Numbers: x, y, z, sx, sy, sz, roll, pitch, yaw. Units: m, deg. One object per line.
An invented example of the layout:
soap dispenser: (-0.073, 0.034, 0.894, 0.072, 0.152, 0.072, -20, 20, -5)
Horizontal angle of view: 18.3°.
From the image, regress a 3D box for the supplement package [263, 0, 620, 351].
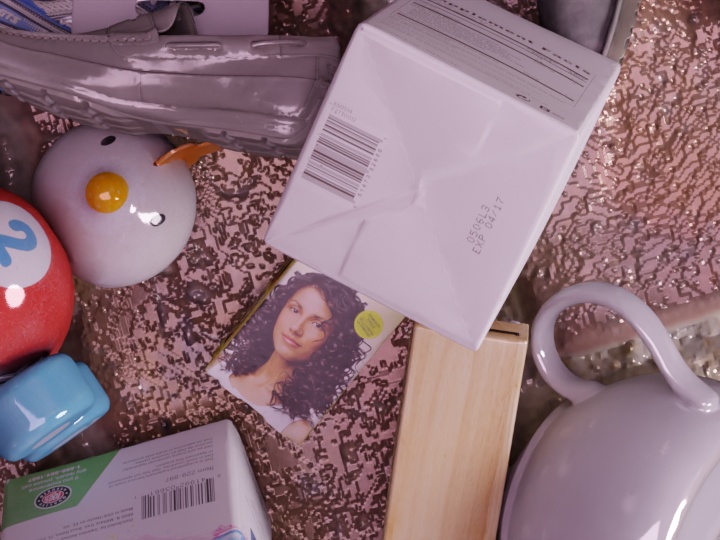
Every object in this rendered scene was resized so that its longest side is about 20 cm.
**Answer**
supplement package: (0.047, -0.062, 1.133, 0.119, 0.200, 0.122, 26, 108, 5)

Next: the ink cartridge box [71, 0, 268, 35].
ink cartridge box: (-0.103, -0.228, 1.200, 0.115, 0.067, 0.202, 0, 81, 1)

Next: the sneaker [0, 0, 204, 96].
sneaker: (-0.122, -0.136, 1.249, 0.198, 0.077, 0.086, 4, 97, 1)

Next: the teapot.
teapot: (0.144, 0.137, 1.257, 0.145, 0.197, 0.201, 20, 76, 33)

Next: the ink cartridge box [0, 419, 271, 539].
ink cartridge box: (-0.123, 0.192, 1.243, 0.144, 0.201, 0.088, -15, 124, 4)

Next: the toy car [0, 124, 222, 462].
toy car: (-0.159, -0.026, 1.234, 0.199, 0.177, 0.185, -35, 87, -4)

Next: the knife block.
knife block: (0.046, 0.132, 1.249, 0.063, 0.200, 0.177, 7, 72, 0)

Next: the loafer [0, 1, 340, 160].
loafer: (-0.106, -0.108, 1.187, 0.198, 0.070, 0.070, 10, 81, 8)

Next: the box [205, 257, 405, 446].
box: (0.000, 0.000, 1.283, 0.075, 0.050, 0.200, 37, 99, -5)

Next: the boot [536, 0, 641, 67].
boot: (0.060, -0.186, 1.234, 0.198, 0.073, 0.184, 16, 88, -8)
